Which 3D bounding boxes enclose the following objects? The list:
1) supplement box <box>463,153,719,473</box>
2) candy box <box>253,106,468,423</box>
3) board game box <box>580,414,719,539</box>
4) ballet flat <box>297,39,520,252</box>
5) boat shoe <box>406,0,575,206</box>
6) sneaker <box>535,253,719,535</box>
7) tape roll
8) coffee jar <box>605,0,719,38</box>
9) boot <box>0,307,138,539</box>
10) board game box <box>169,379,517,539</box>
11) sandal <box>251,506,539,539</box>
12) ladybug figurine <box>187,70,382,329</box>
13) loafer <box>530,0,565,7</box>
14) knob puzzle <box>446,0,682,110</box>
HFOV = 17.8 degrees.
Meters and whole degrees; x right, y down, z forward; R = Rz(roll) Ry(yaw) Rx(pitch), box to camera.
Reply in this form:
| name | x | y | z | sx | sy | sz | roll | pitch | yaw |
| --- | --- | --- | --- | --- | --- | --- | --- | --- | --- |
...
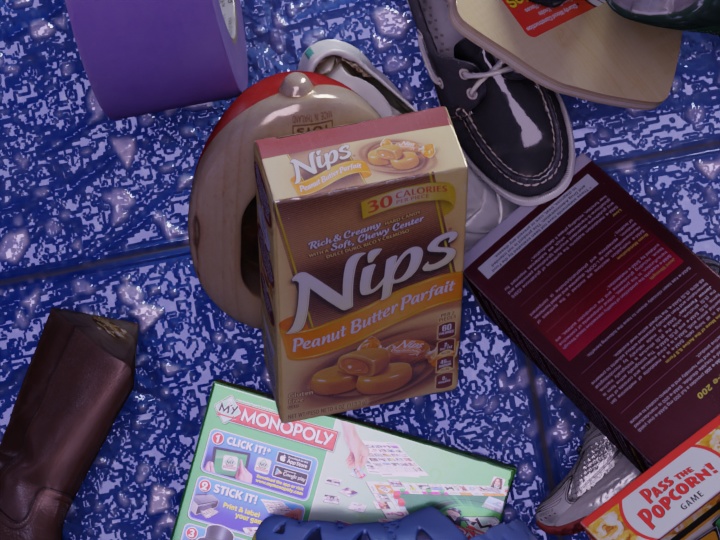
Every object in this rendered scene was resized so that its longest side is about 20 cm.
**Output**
| name | x | y | z | sx | sy | sz | roll | pitch | yaw |
| --- | --- | --- | --- | --- | --- | --- | --- | --- | --- |
| supplement box | 0.159 | 0.033 | 1.358 | 0.109 | 0.061 | 0.200 | -39 | 52 | -4 |
| candy box | 0.000 | 0.000 | 1.363 | 0.114 | 0.201 | 0.056 | -11 | 50 | -10 |
| board game box | 0.236 | 0.140 | 1.303 | 0.199 | 0.046 | 0.152 | -36 | 130 | -9 |
| ballet flat | 0.034 | -0.066 | 1.431 | 0.200 | 0.069 | 0.069 | 45 | 92 | 2 |
| boat shoe | 0.073 | -0.135 | 1.403 | 0.073 | 0.060 | 0.201 | -20 | 70 | 4 |
| sneaker | 0.167 | 0.077 | 1.424 | 0.082 | 0.078 | 0.201 | 34 | 84 | 10 |
| tape roll | -0.127 | -0.196 | 1.374 | 0.084 | 0.200 | 0.202 | -11 | 89 | 4 |
| coffee jar | 0.224 | -0.182 | 1.360 | 0.085 | 0.199 | 0.105 | 8 | 90 | 37 |
| boot | -0.175 | 0.129 | 1.403 | 0.186 | 0.064 | 0.201 | 30 | 90 | 45 |
| board game box | -0.015 | 0.161 | 1.449 | 0.198 | 0.029 | 0.136 | 16 | 90 | 3 |
| sandal | 0.031 | 0.182 | 1.403 | 0.198 | 0.080 | 0.088 | 14 | 59 | 8 |
| ladybug figurine | -0.042 | -0.048 | 1.391 | 0.135 | 0.201 | 0.072 | -8 | 48 | -15 |
| loafer | 0.134 | -0.250 | 1.383 | 0.072 | 0.072 | 0.201 | 23 | 53 | -19 |
| knob puzzle | 0.116 | -0.175 | 1.395 | 0.218 | 0.030 | 0.221 | 17 | 54 | -24 |
